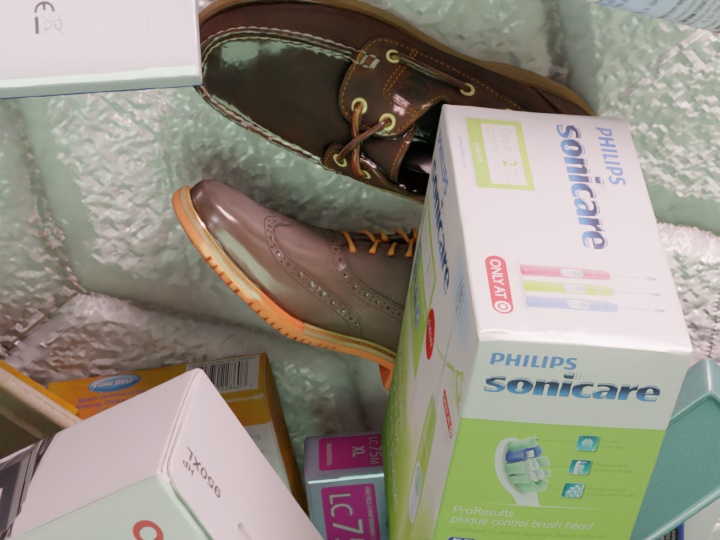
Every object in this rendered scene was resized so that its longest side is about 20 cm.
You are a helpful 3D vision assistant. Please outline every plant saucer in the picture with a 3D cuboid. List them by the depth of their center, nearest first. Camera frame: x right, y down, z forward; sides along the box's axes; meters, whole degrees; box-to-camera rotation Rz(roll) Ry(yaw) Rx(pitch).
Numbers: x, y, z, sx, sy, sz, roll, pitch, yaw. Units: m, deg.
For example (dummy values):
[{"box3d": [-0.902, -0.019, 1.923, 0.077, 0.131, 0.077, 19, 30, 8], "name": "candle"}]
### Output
[{"box3d": [0.117, 0.123, 0.872, 0.200, 0.019, 0.070, -39, 117, 22], "name": "plant saucer"}]

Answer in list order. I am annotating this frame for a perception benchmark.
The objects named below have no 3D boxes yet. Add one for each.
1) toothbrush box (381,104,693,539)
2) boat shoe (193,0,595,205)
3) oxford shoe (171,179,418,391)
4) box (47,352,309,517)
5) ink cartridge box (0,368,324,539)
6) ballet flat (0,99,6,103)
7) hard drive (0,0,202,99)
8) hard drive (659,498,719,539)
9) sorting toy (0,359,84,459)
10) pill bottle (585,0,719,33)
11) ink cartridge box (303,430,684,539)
[{"box3d": [0.065, 0.054, 0.738, 0.086, 0.146, 0.201, 5, 131, -8], "name": "toothbrush box"}, {"box3d": [0.019, -0.068, 0.774, 0.199, 0.070, 0.071, 13, 129, -9], "name": "boat shoe"}, {"box3d": [0.000, 0.000, 0.832, 0.200, 0.071, 0.073, 30, 111, -31], "name": "oxford shoe"}, {"box3d": [-0.088, 0.137, 0.944, 0.119, 0.042, 0.201, -8, 129, 5], "name": "box"}, {"box3d": [-0.119, 0.153, 0.769, 0.199, 0.084, 0.145, -25, 114, 20], "name": "ink cartridge box"}, {"box3d": [-0.183, -0.111, 0.746, 0.199, 0.068, 0.069, 14, 136, 1], "name": "ballet flat"}, {"box3d": [-0.167, -0.133, 0.694, 0.199, 0.025, 0.133, -4, 83, -2], "name": "hard drive"}, {"box3d": [0.111, 0.171, 0.980, 0.131, 0.026, 0.201, 13, 126, -10], "name": "hard drive"}, {"box3d": [-0.146, 0.125, 0.883, 0.199, 0.037, 0.185, 27, 140, 11], "name": "sorting toy"}, {"box3d": [0.075, -0.164, 0.678, 0.199, 0.109, 0.109, 13, 126, -10], "name": "pill bottle"}, {"box3d": [0.074, 0.135, 0.911, 0.199, 0.042, 0.120, -6, 124, 0], "name": "ink cartridge box"}]
